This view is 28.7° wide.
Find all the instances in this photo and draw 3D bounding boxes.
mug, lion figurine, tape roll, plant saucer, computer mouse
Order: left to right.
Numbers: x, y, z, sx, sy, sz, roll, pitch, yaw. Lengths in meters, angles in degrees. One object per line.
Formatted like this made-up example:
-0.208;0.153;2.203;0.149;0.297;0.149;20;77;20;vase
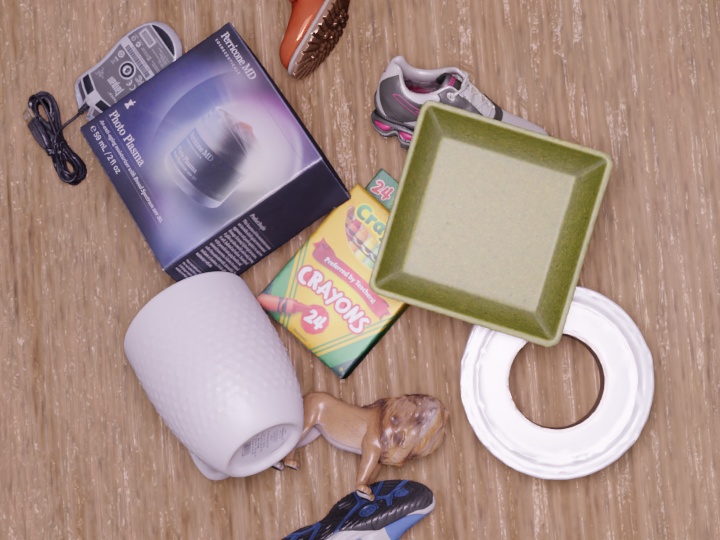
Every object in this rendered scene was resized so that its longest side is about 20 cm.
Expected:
-0.274;-0.193;1.552;0.200;0.044;0.110;-36;78;7;computer mouse
-0.146;0.132;1.448;0.147;0.201;0.176;-14;55;-33;mug
-0.014;0.167;1.477;0.199;0.073;0.123;17;73;16;lion figurine
0.130;-0.046;1.414;0.199;0.048;0.201;17;90;2;plant saucer
0.202;0.114;1.463;0.201;0.071;0.204;0;86;6;tape roll

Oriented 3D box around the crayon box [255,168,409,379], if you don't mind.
0.000;0.000;1.502;0.127;0.051;0.200;40;90;8;crayon box

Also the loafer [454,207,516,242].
0.163;-0.061;1.473;0.199;0.068;0.071;-16;74;-4;loafer

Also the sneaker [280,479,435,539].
-0.007;0.289;1.478;0.199;0.076;0.077;-29;109;1;sneaker

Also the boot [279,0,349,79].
-0.060;-0.307;1.528;0.107;0.075;0.201;20;79;10;boot

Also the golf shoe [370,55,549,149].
0.109;-0.161;1.476;0.199;0.088;0.077;15;47;5;golf shoe

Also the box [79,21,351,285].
-0.152;-0.113;1.470;0.198;0.123;0.200;-35;67;1;box
